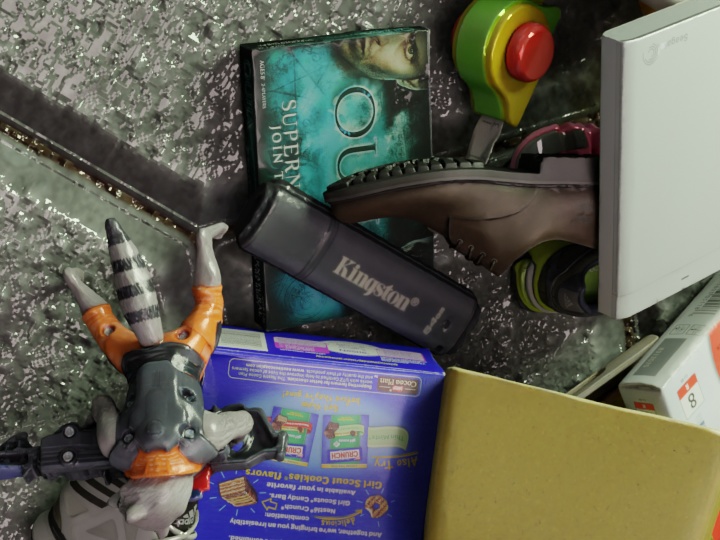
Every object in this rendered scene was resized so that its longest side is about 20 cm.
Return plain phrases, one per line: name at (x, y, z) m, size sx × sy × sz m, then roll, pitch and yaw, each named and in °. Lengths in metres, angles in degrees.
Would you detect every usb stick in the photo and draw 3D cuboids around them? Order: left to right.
usb stick at (0.000, 0.000, 1.218) m, size 0.200 × 0.033 × 0.056 m, roll 30°, pitch 92°, yaw -30°

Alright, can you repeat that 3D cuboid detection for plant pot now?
plant pot at (0.136, 0.190, 1.201) m, size 0.195 × 0.194 × 0.201 m, roll 12°, pitch 84°, yaw 7°

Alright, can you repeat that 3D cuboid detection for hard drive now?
hard drive at (0.213, -0.079, 1.185) m, size 0.132 × 0.026 × 0.201 m, roll -24°, pitch 124°, yaw -34°

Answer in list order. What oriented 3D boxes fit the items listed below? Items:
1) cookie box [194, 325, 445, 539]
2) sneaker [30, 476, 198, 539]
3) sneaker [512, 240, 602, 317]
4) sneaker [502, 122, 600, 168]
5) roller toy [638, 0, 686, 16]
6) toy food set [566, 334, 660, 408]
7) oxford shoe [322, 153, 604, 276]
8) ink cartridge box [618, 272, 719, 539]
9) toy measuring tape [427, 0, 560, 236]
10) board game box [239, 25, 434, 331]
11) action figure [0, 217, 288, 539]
cookie box at (-0.041, 0.150, 1.226) m, size 0.170 × 0.075 × 0.201 m, roll 7°, pitch 102°, yaw -8°
sneaker at (-0.128, 0.202, 1.152) m, size 0.115 × 0.201 × 0.076 m, roll -53°, pitch 159°, yaw 26°
sneaker at (0.219, -0.006, 1.324) m, size 0.199 × 0.081 × 0.074 m, roll -22°, pitch 114°, yaw -18°
sneaker at (0.192, -0.075, 1.285) m, size 0.199 × 0.095 × 0.079 m, roll -3°, pitch 83°, yaw -15°
roller toy at (0.232, -0.274, 1.217) m, size 0.200 × 0.140 × 0.183 m, roll 37°, pitch 99°, yaw -31°
toy food set at (0.214, 0.165, 1.385) m, size 0.143 × 0.060 × 0.200 m, roll -35°, pitch 117°, yaw -12°
oxford shoe at (0.074, -0.036, 1.183) m, size 0.199 × 0.073 × 0.085 m, roll 0°, pitch 98°, yaw -2°
ink cartridge box at (0.290, 0.126, 1.377) m, size 0.162 × 0.050 × 0.200 m, roll -42°, pitch 115°, yaw -36°
toy measuring tape at (0.082, -0.124, 1.224) m, size 0.073 × 0.074 × 0.201 m, roll 25°, pitch 88°, yaw -29°
board game box at (-0.013, -0.065, 1.227) m, size 0.135 × 0.028 × 0.201 m, roll -10°, pitch 110°, yaw -22°
action figure at (-0.154, 0.076, 1.115) m, size 0.199 × 0.105 × 0.194 m, roll -12°, pitch 67°, yaw 0°
